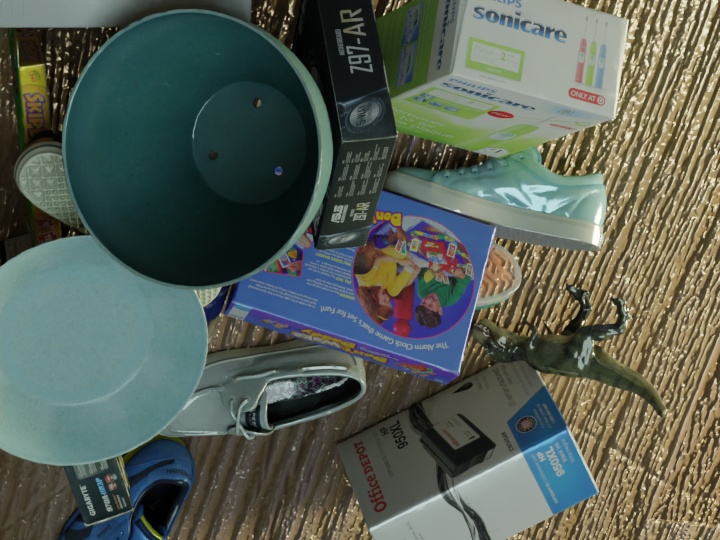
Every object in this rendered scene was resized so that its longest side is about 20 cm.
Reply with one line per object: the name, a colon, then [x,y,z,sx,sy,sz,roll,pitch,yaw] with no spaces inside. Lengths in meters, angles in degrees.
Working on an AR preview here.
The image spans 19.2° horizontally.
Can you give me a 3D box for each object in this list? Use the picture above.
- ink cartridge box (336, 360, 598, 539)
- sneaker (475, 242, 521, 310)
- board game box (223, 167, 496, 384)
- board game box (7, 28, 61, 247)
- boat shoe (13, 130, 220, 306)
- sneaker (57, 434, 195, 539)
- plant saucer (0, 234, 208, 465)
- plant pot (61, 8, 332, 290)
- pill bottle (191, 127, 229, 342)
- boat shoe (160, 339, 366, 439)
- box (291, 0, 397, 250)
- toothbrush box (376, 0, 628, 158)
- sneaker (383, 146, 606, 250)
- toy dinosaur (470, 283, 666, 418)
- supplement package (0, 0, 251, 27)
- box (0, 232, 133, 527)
ink cartridge box: [0.093,0.178,1.916,0.199,0.145,0.084,-27,120,1]
sneaker: [0.038,0.015,1.858,0.199,0.072,0.080,-4,157,-16]
board game box: [0.000,0.000,1.780,0.199,0.045,0.135,18,73,-8]
board game box: [-0.260,-0.107,1.696,0.030,0.096,0.201,-10,121,-10]
boat shoe: [-0.186,-0.042,1.659,0.200,0.062,0.075,38,107,-26]
sneaker: [-0.216,0.237,1.913,0.066,0.079,0.200,27,111,-28]
plant saucer: [-0.219,0.056,1.647,0.200,0.039,0.202,-8,119,-15]
plant pot: [-0.104,-0.093,1.584,0.199,0.135,0.201,2,96,16]
pill bottle: [-0.149,-0.040,1.750,0.115,0.116,0.201,12,116,-20]
boat shoe: [-0.091,0.110,1.874,0.200,0.072,0.070,-15,121,-5]
box: [-0.017,-0.128,1.659,0.043,0.161,0.200,-6,158,-10]
toothbrush box: [0.098,-0.159,1.691,0.145,0.200,0.086,13,78,-22]
sneaker: [0.117,-0.074,1.838,0.199,0.074,0.082,13,79,-11]
toy dinosaur: [0.199,0.062,1.896,0.047,0.199,0.088,31,79,-59]
supplement package: [-0.183,-0.293,1.581,0.199,0.147,0.192,-2,119,-12]
box: [-0.245,0.087,1.772,0.046,0.159,0.201,-18,122,-4]
